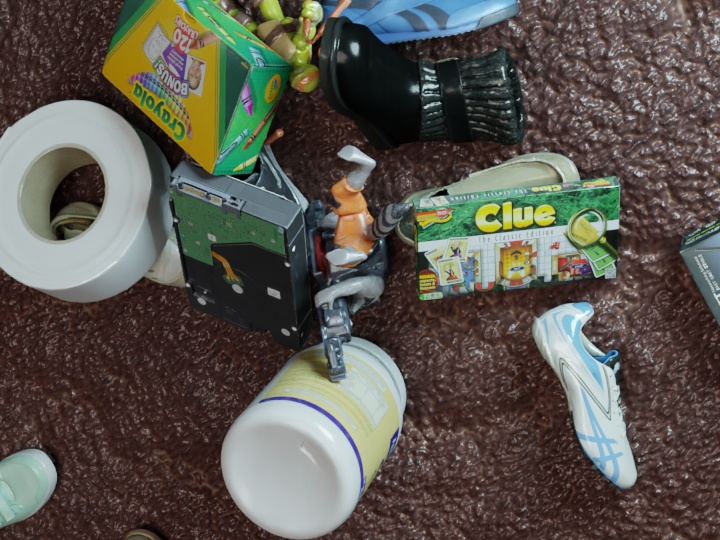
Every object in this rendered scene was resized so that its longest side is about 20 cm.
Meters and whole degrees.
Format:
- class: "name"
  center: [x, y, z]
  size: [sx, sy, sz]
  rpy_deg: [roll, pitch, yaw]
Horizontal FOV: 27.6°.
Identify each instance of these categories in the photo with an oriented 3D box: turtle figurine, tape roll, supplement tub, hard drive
- class: "turtle figurine"
  center: [-0.079, -0.235, 1.441]
  size: [0.162, 0.064, 0.201]
  rpy_deg: [54, 136, 19]
- class: "tape roll"
  center: [-0.297, -0.072, 1.532]
  size: [0.199, 0.071, 0.206]
  rpy_deg: [-4, 78, 16]
- class: "supplement tub"
  center: [-0.041, 0.163, 1.484]
  size: [0.143, 0.200, 0.147]
  rpy_deg: [8, 114, 18]
- class: "hard drive"
  center: [-0.118, -0.013, 1.473]
  size: [0.138, 0.038, 0.201]
  rpy_deg: [20, 145, 18]

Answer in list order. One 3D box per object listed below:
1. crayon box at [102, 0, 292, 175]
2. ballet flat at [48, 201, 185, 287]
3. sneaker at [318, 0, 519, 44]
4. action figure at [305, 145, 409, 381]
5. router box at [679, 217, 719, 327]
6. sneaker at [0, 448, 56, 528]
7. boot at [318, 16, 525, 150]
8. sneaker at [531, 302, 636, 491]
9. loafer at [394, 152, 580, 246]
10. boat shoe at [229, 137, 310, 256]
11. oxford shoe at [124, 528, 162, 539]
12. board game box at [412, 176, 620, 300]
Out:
- class: "crayon box"
  center: [-0.164, -0.197, 1.439]
  size: [0.200, 0.058, 0.120]
  rpy_deg: [41, 120, 32]
- class: "ballet flat"
  center: [-0.246, -0.020, 1.580]
  size: [0.197, 0.062, 0.068]
  rpy_deg: [15, 112, 14]
- class: "sneaker"
  center: [0.052, -0.259, 1.406]
  size: [0.197, 0.066, 0.080]
  rpy_deg: [-3, 101, 20]
- class: "action figure"
  center: [0.000, 0.000, 1.445]
  size: [0.103, 0.194, 0.203]
  rpy_deg: [-8, 68, -1]
- class: "router box"
  center: [0.411, 0.026, 1.370]
  size: [0.149, 0.062, 0.202]
  rpy_deg: [-28, 95, 25]
- class: "sneaker"
  center: [-0.446, 0.286, 1.709]
  size: [0.199, 0.118, 0.074]
  rpy_deg: [-33, 92, 23]
- class: "boot"
  center: [0.062, -0.177, 1.368]
  size: [0.156, 0.211, 0.081]
  rpy_deg: [0, 74, 22]
- class: "sneaker"
  center: [0.237, 0.127, 1.458]
  size: [0.072, 0.072, 0.202]
  rpy_deg: [-22, 102, 14]
- class: "loafer"
  center: [0.120, -0.059, 1.440]
  size: [0.198, 0.068, 0.077]
  rpy_deg: [-18, 100, 22]
- class: "boat shoe"
  center: [-0.109, -0.088, 1.510]
  size: [0.071, 0.068, 0.202]
  rpy_deg: [-19, 99, 23]
- class: "oxford shoe"
  center: [-0.232, 0.398, 1.693]
  size: [0.070, 0.075, 0.202]
  rpy_deg: [-16, 100, 23]
- class: "board game box"
  center: [0.150, -0.030, 1.411]
  size: [0.197, 0.024, 0.106]
  rpy_deg: [-7, 119, -3]
